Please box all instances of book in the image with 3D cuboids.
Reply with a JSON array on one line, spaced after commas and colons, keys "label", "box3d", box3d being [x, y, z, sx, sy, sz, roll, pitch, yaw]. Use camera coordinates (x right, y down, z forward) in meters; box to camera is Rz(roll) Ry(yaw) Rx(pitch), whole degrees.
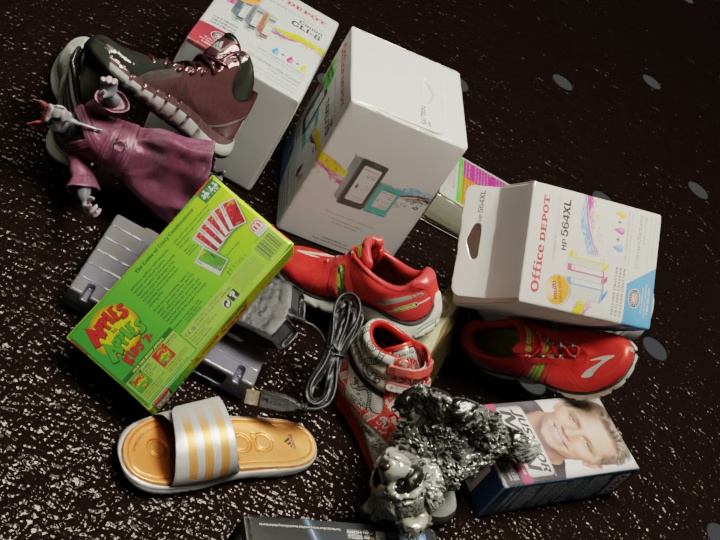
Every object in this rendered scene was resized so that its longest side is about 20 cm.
[{"label": "book", "box3d": [0.181, -0.072, 1.541, 0.199, 0.048, 0.134, 29, 36, -10]}]

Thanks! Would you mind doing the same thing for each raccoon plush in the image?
[{"label": "raccoon plush", "box3d": [0.092, 0.194, 1.100, 0.199, 0.097, 0.135, 26, 78, -28]}]

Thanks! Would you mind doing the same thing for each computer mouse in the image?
[{"label": "computer mouse", "box3d": [-0.104, 0.064, 1.143, 0.198, 0.046, 0.141, 19, 64, -7]}]

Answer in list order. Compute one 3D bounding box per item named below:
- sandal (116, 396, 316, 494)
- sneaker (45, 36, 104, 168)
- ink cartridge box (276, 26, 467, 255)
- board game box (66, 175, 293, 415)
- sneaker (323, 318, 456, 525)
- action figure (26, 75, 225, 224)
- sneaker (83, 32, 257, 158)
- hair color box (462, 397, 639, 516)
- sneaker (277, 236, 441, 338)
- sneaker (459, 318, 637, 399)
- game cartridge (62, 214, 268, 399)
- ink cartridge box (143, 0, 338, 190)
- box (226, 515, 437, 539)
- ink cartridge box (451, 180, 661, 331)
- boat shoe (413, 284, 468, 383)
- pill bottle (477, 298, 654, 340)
[{"label": "sandal", "box3d": [-0.121, 0.149, 1.076, 0.205, 0.059, 0.080, 0, 50, -36]}, {"label": "sneaker", "box3d": [-0.288, -0.212, 1.281, 0.075, 0.116, 0.201, 15, 42, -23]}, {"label": "ink cartridge box", "box3d": [0.010, -0.139, 1.357, 0.145, 0.200, 0.147, 20, 40, -18]}, {"label": "board game box", "box3d": [-0.163, 0.023, 1.093, 0.101, 0.048, 0.200, 39, 78, 6]}, {"label": "sneaker", "box3d": [0.045, 0.144, 1.165, 0.067, 0.108, 0.202, -12, 58, -43]}, {"label": "action figure", "box3d": [-0.235, -0.129, 1.192, 0.199, 0.135, 0.149, 26, 16, -12]}, {"label": "sneaker", "box3d": [-0.183, -0.211, 1.216, 0.200, 0.116, 0.076, 36, -2, -43]}, {"label": "hair color box", "box3d": [0.192, 0.193, 1.260, 0.199, 0.061, 0.100, 0, 50, -37]}, {"label": "sneaker", "box3d": [0.000, 0.000, 1.248, 0.199, 0.086, 0.077, 18, 34, 27]}, {"label": "sneaker", "box3d": [0.198, 0.090, 1.284, 0.085, 0.199, 0.078, 39, 58, -54]}, {"label": "game cartridge", "box3d": [-0.180, 0.034, 1.175, 0.199, 0.038, 0.130, 29, 35, -7]}, {"label": "ink cartridge box", "box3d": [-0.135, -0.228, 1.387, 0.145, 0.145, 0.201, 28, 38, -7]}, {"label": "box", "box3d": [-0.009, 0.297, 1.019, 0.199, 0.044, 0.161, 11, 44, -28]}, {"label": "ink cartridge box", "box3d": [0.199, -0.013, 1.263, 0.199, 0.125, 0.130, 11, 82, -28]}, {"label": "boat shoe", "box3d": [0.071, 0.063, 1.298, 0.066, 0.075, 0.200, 17, 29, 16]}, {"label": "pill bottle", "box3d": [0.249, 0.027, 1.426, 0.199, 0.120, 0.120, 13, 43, -26]}]
